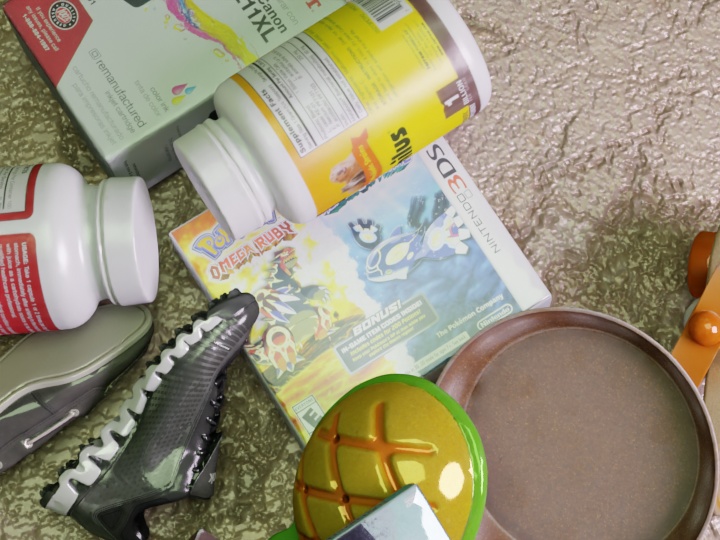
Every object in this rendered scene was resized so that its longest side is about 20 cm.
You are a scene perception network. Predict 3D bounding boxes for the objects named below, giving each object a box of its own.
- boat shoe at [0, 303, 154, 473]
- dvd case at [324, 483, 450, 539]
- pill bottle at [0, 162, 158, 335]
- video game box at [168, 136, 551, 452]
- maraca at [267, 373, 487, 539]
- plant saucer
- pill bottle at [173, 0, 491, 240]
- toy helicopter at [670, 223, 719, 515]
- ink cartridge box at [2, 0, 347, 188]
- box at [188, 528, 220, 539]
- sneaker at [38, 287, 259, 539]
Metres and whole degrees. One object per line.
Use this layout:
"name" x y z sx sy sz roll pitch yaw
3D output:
"boat shoe" -0.224 0.090 1.464 0.200 0.057 0.067 -30 41 -11
"dvd case" 0.026 0.251 1.311 0.146 0.022 0.200 -31 94 -18
"pill bottle" -0.241 -0.013 1.447 0.200 0.112 0.112 -5 75 5
"video game box" 0.000 0.000 1.484 0.200 0.047 0.182 -32 75 -7
"maraca" 0.008 0.160 1.401 0.137 0.107 0.200 42 112 30
"plant saucer" 0.139 0.118 1.416 0.200 0.034 0.201 5 104 21
"pill bottle" -0.020 -0.105 1.435 0.200 0.109 0.109 -33 77 -7
"toy helicopter" 0.240 0.061 1.425 0.079 0.132 0.200 7 87 22
"ink cartridge box" -0.123 -0.168 1.505 0.200 0.083 0.146 -33 73 -7
"box" -0.048 0.262 1.354 0.200 0.075 0.100 34 44 -10
"sneaker" -0.119 0.105 1.439 0.090 0.066 0.200 40 96 0
